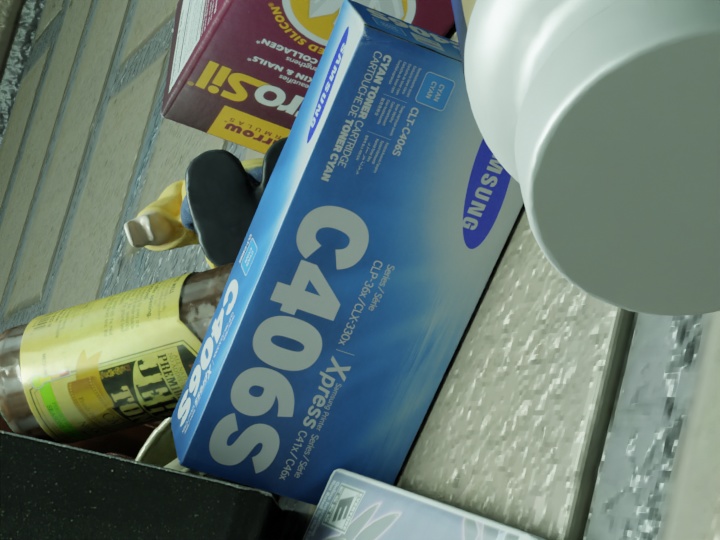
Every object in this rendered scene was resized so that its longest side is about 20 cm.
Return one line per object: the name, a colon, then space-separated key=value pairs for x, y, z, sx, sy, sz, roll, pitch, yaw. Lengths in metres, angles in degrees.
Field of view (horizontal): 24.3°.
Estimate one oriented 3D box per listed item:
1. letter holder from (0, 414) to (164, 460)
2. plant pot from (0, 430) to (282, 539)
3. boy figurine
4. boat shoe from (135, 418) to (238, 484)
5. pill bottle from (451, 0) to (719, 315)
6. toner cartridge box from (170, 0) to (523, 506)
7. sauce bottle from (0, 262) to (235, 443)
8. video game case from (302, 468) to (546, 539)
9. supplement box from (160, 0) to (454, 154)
letter holder: x=-0.181 y=0.159 z=0.993 sx=0.201 sy=0.141 sz=0.101 roll=-63 pitch=20 yaw=24
plant pot: x=-0.153 y=0.167 z=0.742 sx=0.200 sy=0.197 sz=0.180 roll=99 pitch=-175 yaw=-80
boy figurine: x=-0.064 y=-0.028 z=0.887 sx=0.200 sy=0.123 sz=0.065 roll=146 pitch=113 yaw=-81
boat shoe: x=-0.053 y=0.057 z=0.846 sx=0.201 sy=0.062 sz=0.072 roll=-55 pitch=23 yaw=38
pill bottle: x=0.084 y=-0.087 z=0.504 sx=0.116 sy=0.115 sz=0.201 roll=-58 pitch=23 yaw=34
toner cartridge box: x=0.000 y=0.000 z=0.697 sx=0.043 sy=0.094 sz=0.202 roll=-119 pitch=50 yaw=-64
sauce bottle: x=-0.077 y=0.032 z=0.779 sx=0.198 sy=0.065 sz=0.065 roll=-17 pitch=47 yaw=21
video game case: x=-0.011 y=0.178 z=0.608 sx=0.202 sy=0.023 sz=0.182 roll=-65 pitch=21 yaw=-9
supplement box: x=-0.017 y=-0.148 z=0.860 sx=0.200 sy=0.109 sz=0.086 roll=131 pitch=151 yaw=-50
